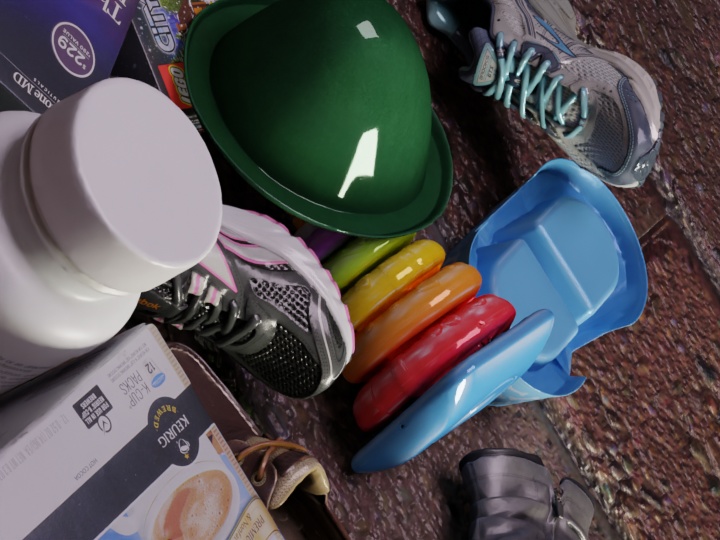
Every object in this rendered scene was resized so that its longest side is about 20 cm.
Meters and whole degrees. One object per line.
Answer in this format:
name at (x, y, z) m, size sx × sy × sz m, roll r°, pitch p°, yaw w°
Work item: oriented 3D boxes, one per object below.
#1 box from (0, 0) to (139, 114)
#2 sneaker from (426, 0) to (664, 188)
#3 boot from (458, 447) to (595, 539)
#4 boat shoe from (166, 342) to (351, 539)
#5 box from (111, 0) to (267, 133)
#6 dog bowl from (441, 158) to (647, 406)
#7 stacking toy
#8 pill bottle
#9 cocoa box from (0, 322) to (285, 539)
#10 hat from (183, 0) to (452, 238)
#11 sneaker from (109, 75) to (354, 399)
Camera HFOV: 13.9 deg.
box at (-0.213, -0.152, 1.456) m, size 0.200 × 0.079 × 0.141 m, roll 43°, pitch 43°, yaw -26°
sneaker at (0.106, -0.114, 1.802) m, size 0.086 × 0.078 × 0.200 m, roll -2°, pitch 36°, yaw -36°
boot at (0.069, 0.156, 1.632) m, size 0.200 × 0.070 × 0.132 m, roll 33°, pitch 41°, yaw -50°
boat shoe at (-0.044, 0.112, 1.487) m, size 0.072 × 0.072 × 0.200 m, roll -15°, pitch 69°, yaw -53°
box at (-0.109, -0.173, 1.629) m, size 0.136 × 0.038 × 0.200 m, roll -14°, pitch 79°, yaw -54°
dog bowl at (0.102, 0.011, 1.770) m, size 0.112 × 0.050 × 0.200 m, roll 57°, pitch 35°, yaw -8°
stacking toy at (0.000, 0.000, 1.624) m, size 0.200 × 0.116 × 0.110 m, roll 51°, pitch 40°, yaw 6°
pill bottle at (-0.162, -0.007, 1.320) m, size 0.114 × 0.200 × 0.115 m, roll 29°, pitch 48°, yaw -38°
cocoa box at (-0.150, 0.139, 1.300) m, size 0.131 × 0.133 × 0.200 m, roll 58°, pitch 36°, yaw -8°
hat at (0.014, -0.133, 1.546) m, size 0.200 × 0.176 × 0.166 m, roll 3°, pitch 53°, yaw -41°
sneaker at (-0.096, 0.000, 1.512) m, size 0.200 × 0.080 × 0.086 m, roll 42°, pitch 39°, yaw -8°
